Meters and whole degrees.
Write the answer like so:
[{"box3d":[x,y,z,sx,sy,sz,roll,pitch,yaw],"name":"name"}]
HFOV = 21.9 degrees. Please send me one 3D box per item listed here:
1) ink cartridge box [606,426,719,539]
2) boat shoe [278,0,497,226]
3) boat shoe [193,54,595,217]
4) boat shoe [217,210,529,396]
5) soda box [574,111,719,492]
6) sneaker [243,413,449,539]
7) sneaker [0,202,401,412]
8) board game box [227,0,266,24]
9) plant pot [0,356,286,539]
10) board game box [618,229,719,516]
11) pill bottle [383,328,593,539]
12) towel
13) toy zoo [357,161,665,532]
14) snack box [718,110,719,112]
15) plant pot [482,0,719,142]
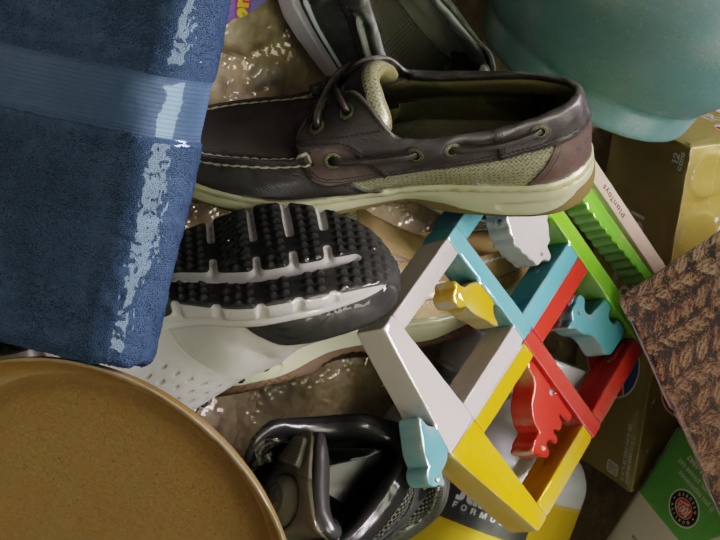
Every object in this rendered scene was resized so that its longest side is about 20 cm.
[{"box3d":[0.189,0.208,1.005,0.084,0.146,0.200,7,122,-39],"name":"ink cartridge box"},{"box3d":[0.036,-0.084,0.911,0.200,0.071,0.072,43,76,-37],"name":"boat shoe"},{"box3d":[0.008,-0.067,0.848,0.200,0.072,0.066,2,132,5],"name":"boat shoe"},{"box3d":[0.000,0.000,0.911,0.200,0.072,0.076,-17,110,-29],"name":"boat shoe"},{"box3d":[0.168,0.015,1.013,0.068,0.064,0.201,-7,114,-31],"name":"soda box"},{"box3d":[-0.058,0.121,0.854,0.199,0.076,0.114,-25,161,3],"name":"sneaker"},{"box3d":[-0.076,0.028,0.836,0.199,0.074,0.080,-12,126,10],"name":"sneaker"},{"box3d":[-0.077,-0.201,0.827,0.158,0.039,0.201,8,98,-35],"name":"board game box"},{"box3d":[-0.117,0.123,0.816,0.027,0.199,0.201,-51,134,-60],"name":"plant pot"},{"box3d":[0.250,0.061,0.926,0.200,0.097,0.160,2,59,-48],"name":"board game box"},{"box3d":[0.049,0.133,0.952,0.112,0.112,0.201,20,90,-35],"name":"pill bottle"},{"box3d":[-0.113,-0.065,0.766,0.049,0.111,0.201,-3,106,-65],"name":"towel"},{"box3d":[0.074,0.029,0.879,0.131,0.020,0.200,52,53,-23],"name":"toy zoo"},{"box3d":[0.221,-0.048,1.073,0.072,0.024,0.200,-48,123,-12],"name":"snack box"},{"box3d":[0.140,-0.149,0.910,0.200,0.200,0.134,8,124,-35],"name":"plant pot"}]
